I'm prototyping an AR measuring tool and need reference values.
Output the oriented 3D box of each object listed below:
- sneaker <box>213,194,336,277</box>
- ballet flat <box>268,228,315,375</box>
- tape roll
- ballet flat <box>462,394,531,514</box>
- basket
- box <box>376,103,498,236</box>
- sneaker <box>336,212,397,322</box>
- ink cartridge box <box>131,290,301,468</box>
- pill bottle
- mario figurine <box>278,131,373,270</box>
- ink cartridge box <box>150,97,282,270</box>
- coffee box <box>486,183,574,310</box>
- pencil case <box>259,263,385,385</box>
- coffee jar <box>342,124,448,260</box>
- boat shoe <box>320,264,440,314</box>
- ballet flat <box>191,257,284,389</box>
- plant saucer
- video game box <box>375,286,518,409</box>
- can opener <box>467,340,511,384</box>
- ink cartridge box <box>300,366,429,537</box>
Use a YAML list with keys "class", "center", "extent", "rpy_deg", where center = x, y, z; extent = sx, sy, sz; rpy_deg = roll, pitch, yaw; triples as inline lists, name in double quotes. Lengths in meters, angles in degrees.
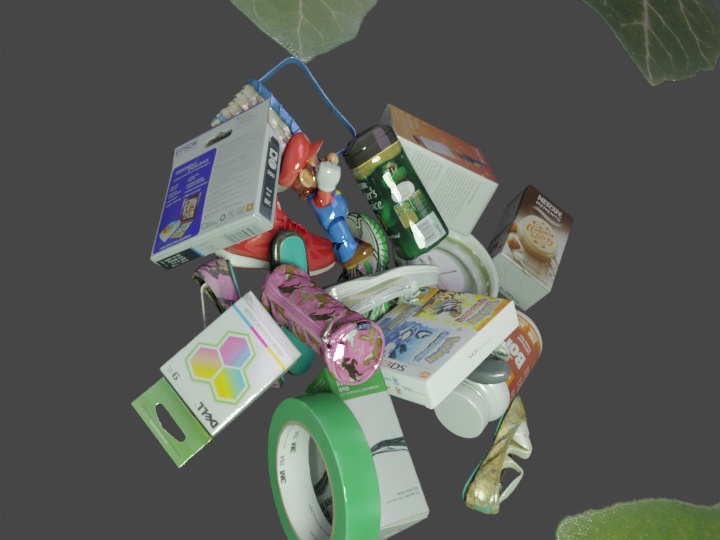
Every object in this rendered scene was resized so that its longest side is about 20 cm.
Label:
- class: "sneaker"
  center: [-0.108, -0.057, 1.075]
  extent: [0.195, 0.117, 0.079]
  rpy_deg: [0, 44, -30]
- class: "ballet flat"
  center: [-0.097, 0.042, 1.043]
  extent: [0.066, 0.068, 0.207]
  rpy_deg: [-6, 101, -27]
- class: "tape roll"
  center: [-0.048, 0.249, 0.872]
  extent: [0.047, 0.201, 0.205]
  rpy_deg: [-6, 64, -32]
- class: "ballet flat"
  center: [0.217, 0.275, 1.096]
  extent: [0.070, 0.071, 0.201]
  rpy_deg: [40, 53, -1]
- class: "basket"
  center: [-0.126, -0.220, 1.149]
  extent: [0.198, 0.139, 0.178]
  rpy_deg: [-36, 82, -15]
- class: "box"
  center: [0.114, -0.173, 1.260]
  extent: [0.196, 0.108, 0.154]
  rpy_deg: [22, 26, -17]
- class: "sneaker"
  center: [0.000, 0.000, 1.137]
  extent: [0.083, 0.078, 0.205]
  rpy_deg: [2, 61, -28]
- class: "ink cartridge box"
  center: [-0.178, 0.133, 0.912]
  extent: [0.199, 0.059, 0.104]
  rpy_deg: [-41, 85, -16]
- class: "pill bottle"
  center: [0.193, 0.155, 1.131]
  extent: [0.112, 0.112, 0.200]
  rpy_deg: [44, 49, 2]
- class: "mario figurine"
  center: [-0.037, -0.109, 1.060]
  extent: [0.106, 0.122, 0.203]
  rpy_deg: [-44, 110, -41]
- class: "ink cartridge box"
  center: [-0.195, -0.119, 1.026]
  extent: [0.043, 0.194, 0.205]
  rpy_deg: [38, 44, -44]
- class: "coffee box"
  center: [0.302, -0.045, 1.342]
  extent: [0.113, 0.080, 0.202]
  rpy_deg: [35, 50, -6]
- class: "pencil case"
  center: [-0.052, 0.063, 0.921]
  extent: [0.082, 0.088, 0.199]
  rpy_deg: [-29, 36, -22]
- class: "coffee jar"
  center: [0.050, -0.121, 1.123]
  extent: [0.084, 0.104, 0.203]
  rpy_deg: [-31, 99, -6]
- class: "boat shoe"
  center: [0.030, 0.035, 1.064]
  extent: [0.197, 0.074, 0.067]
  rpy_deg: [-14, 91, -28]
- class: "ballet flat"
  center: [-0.173, 0.080, 0.998]
  extent: [0.070, 0.069, 0.204]
  rpy_deg: [-23, 76, -20]
- class: "plant saucer"
  center: [0.134, 0.002, 1.226]
  extent: [0.195, 0.051, 0.204]
  rpy_deg: [15, 49, -17]
- class: "video game box"
  center: [0.090, 0.097, 1.016]
  extent: [0.199, 0.179, 0.048]
  rpy_deg: [-36, 120, -34]
- class: "can opener"
  center: [0.122, 0.121, 1.066]
  extent: [0.053, 0.195, 0.067]
  rpy_deg: [59, 44, -36]
- class: "ink cartridge box"
  center: [-0.007, 0.237, 0.939]
  extent: [0.081, 0.147, 0.204]
  rpy_deg: [-6, 63, -31]
